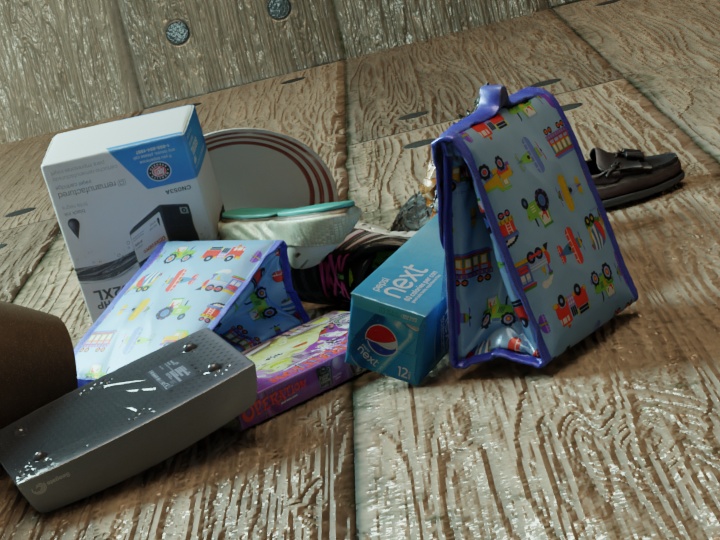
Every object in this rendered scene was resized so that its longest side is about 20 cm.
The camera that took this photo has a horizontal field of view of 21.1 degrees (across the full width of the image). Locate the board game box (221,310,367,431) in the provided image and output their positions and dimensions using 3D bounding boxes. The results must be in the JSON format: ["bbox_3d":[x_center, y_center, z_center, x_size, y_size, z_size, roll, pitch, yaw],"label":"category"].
[{"bbox_3d":[-0.058,0.080,1.596,0.199,0.033,0.119,-24,20,-36],"label":"board game box"}]

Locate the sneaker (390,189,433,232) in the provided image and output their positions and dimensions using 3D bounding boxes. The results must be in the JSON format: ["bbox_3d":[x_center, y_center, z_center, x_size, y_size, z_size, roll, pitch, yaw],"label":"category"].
[{"bbox_3d":[0.111,-0.050,1.869,0.199,0.091,0.076,-30,32,29],"label":"sneaker"}]

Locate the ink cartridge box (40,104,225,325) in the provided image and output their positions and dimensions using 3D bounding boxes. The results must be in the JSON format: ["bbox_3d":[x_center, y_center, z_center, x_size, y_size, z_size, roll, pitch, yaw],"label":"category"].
[{"bbox_3d":[-0.204,-0.039,1.846,0.143,0.202,0.084,-12,24,7],"label":"ink cartridge box"}]

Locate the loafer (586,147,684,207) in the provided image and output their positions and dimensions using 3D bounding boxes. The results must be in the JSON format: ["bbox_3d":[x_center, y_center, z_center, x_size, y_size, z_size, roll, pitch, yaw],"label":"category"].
[{"bbox_3d":[0.229,-0.094,1.937,0.198,0.064,0.072,-16,13,-6],"label":"loafer"}]

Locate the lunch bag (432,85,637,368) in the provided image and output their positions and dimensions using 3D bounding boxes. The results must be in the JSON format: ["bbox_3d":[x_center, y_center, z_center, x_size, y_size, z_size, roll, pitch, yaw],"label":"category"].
[{"bbox_3d":[0.125,-0.045,1.497,0.093,0.202,0.150,-3,16,38],"label":"lunch bag"}]

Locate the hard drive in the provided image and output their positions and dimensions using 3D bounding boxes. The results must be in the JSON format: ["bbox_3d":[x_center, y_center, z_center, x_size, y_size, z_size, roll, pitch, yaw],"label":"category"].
[{"bbox_3d":[-0.181,0.115,1.480,0.199,0.043,0.135,-27,20,-16],"label":"hard drive"}]

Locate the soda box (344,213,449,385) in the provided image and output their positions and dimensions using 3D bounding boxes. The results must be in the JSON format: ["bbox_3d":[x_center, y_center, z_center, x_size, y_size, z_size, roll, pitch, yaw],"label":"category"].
[{"bbox_3d":[0.059,0.017,1.578,0.067,0.065,0.200,16,29,19],"label":"soda box"}]

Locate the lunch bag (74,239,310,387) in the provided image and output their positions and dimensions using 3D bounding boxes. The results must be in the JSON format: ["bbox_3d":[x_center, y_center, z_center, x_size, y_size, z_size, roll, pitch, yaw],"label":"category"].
[{"bbox_3d":[-0.165,0.057,1.701,0.149,0.095,0.200,0,28,38],"label":"lunch bag"}]

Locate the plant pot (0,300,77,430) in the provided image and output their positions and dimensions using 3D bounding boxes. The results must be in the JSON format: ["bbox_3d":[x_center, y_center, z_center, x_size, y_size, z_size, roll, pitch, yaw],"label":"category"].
[{"bbox_3d":[-0.338,0.091,1.563,0.198,0.189,0.186,-5,8,-27],"label":"plant pot"}]

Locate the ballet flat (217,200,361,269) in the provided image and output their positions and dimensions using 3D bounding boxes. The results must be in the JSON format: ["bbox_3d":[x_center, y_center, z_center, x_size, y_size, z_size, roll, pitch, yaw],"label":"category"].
[{"bbox_3d":[-0.060,-0.029,1.758,0.067,0.063,0.199,-12,6,-34],"label":"ballet flat"}]

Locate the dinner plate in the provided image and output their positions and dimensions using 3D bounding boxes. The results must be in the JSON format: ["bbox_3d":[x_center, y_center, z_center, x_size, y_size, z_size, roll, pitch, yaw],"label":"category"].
[{"bbox_3d":[-0.121,-0.066,1.922,0.198,0.201,0.024,-13,42,3],"label":"dinner plate"}]

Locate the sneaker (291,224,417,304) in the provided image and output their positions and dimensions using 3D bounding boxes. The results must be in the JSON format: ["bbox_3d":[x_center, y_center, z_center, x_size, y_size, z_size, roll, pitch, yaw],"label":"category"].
[{"bbox_3d":[0.000,0.000,1.757,0.198,0.075,0.087,-1,11,29],"label":"sneaker"}]

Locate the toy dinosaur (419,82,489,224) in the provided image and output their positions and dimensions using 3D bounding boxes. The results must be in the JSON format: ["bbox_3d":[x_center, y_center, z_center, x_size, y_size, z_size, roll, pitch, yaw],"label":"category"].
[{"bbox_3d":[0.096,-0.089,1.747,0.136,0.102,0.200,-49,39,-5],"label":"toy dinosaur"}]

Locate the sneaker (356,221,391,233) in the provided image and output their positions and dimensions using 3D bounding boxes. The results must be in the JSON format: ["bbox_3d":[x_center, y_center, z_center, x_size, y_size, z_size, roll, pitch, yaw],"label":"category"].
[{"bbox_3d":[-0.023,-0.015,1.873,0.199,0.076,0.081,-2,9,42],"label":"sneaker"}]
